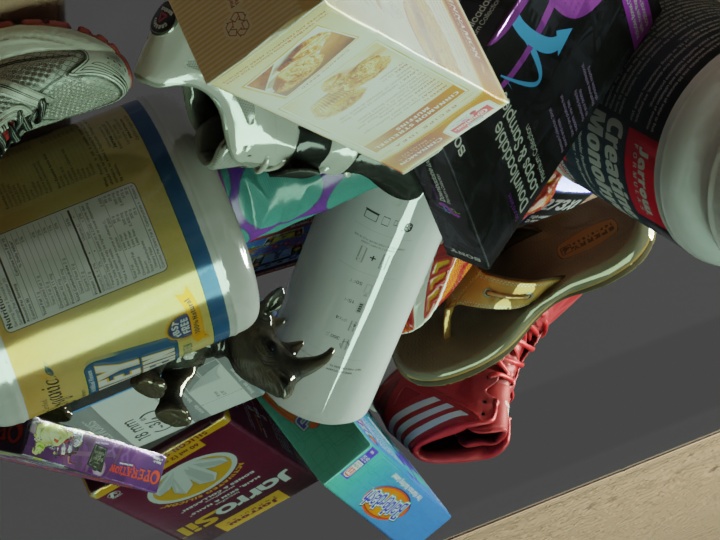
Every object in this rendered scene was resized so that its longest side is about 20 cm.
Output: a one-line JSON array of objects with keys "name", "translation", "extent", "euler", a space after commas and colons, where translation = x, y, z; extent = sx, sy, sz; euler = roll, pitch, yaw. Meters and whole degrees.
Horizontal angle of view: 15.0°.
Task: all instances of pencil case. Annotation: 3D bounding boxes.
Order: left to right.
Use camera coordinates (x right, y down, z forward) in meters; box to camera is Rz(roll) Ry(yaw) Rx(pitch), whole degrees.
[{"name": "pencil case", "translation": [0.000, -0.088, 1.596], "extent": [0.199, 0.085, 0.092], "euler": [-23, -170, -6]}]

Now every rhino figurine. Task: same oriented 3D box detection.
[{"name": "rhino figurine", "translation": [-0.114, 0.042, 1.616], "extent": [0.199, 0.088, 0.060], "euler": [2, 147, 5]}]

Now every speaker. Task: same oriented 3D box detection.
[{"name": "speaker", "translation": [0.000, 0.000, 1.716], "extent": [0.081, 0.081, 0.200], "euler": [-8, 134, -36]}]

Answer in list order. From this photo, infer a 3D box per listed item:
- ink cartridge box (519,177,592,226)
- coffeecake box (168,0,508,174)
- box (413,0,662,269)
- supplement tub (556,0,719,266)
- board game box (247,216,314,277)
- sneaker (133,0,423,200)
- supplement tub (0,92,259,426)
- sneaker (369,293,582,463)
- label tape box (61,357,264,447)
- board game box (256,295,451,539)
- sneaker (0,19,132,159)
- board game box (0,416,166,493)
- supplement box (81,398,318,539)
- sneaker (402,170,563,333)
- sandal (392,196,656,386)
[{"name": "ink cartridge box", "translation": [0.089, -0.036, 1.867], "extent": [0.095, 0.037, 0.200], "euler": [1, 143, -47]}, {"name": "coffeecake box", "translation": [-0.026, -0.148, 1.353], "extent": [0.073, 0.154, 0.200], "euler": [-33, 156, 19]}, {"name": "box", "translation": [0.095, -0.118, 1.525], "extent": [0.200, 0.036, 0.143], "euler": [-55, 149, -19]}, {"name": "supplement tub", "translation": [0.207, -0.086, 1.632], "extent": [0.140, 0.200, 0.141], "euler": [-13, 118, -27]}, {"name": "board game box", "translation": [-0.050, -0.031, 1.750], "extent": [0.199, 0.019, 0.103], "euler": [-17, 154, -20]}, {"name": "sneaker", "translation": [-0.045, -0.082, 1.487], "extent": [0.200, 0.074, 0.089], "euler": [38, 88, -33]}, {"name": "supplement tub", "translation": [-0.171, 0.000, 1.526], "extent": [0.199, 0.145, 0.145], "euler": [-22, 157, -9]}, {"name": "sneaker", "translation": [0.107, 0.068, 1.961], "extent": [0.200, 0.116, 0.078], "euler": [-39, 137, 3]}, {"name": "label tape box", "translation": [-0.177, 0.068, 1.737], "extent": [0.199, 0.063, 0.144], "euler": [-23, 154, 6]}, {"name": "board game box", "translation": [-0.022, 0.104, 1.882], "extent": [0.045, 0.152, 0.200], "euler": [-39, 154, 1]}, {"name": "sneaker", "translation": [-0.211, -0.066, 1.426], "extent": [0.199, 0.082, 0.078], "euler": [-22, 157, -12]}, {"name": "board game box", "translation": [-0.229, 0.097, 1.649], "extent": [0.199, 0.032, 0.120], "euler": [7, 174, 40]}, {"name": "supplement box", "translation": [-0.120, 0.115, 1.900], "extent": [0.110, 0.086, 0.200], "euler": [-30, 157, 8]}, {"name": "sneaker", "translation": [0.068, -0.044, 1.771], "extent": [0.200, 0.073, 0.077], "euler": [-45, -175, 26]}, {"name": "sandal", "translation": [0.102, 0.002, 1.828], "extent": [0.200, 0.080, 0.054], "euler": [-31, 142, 7]}]
